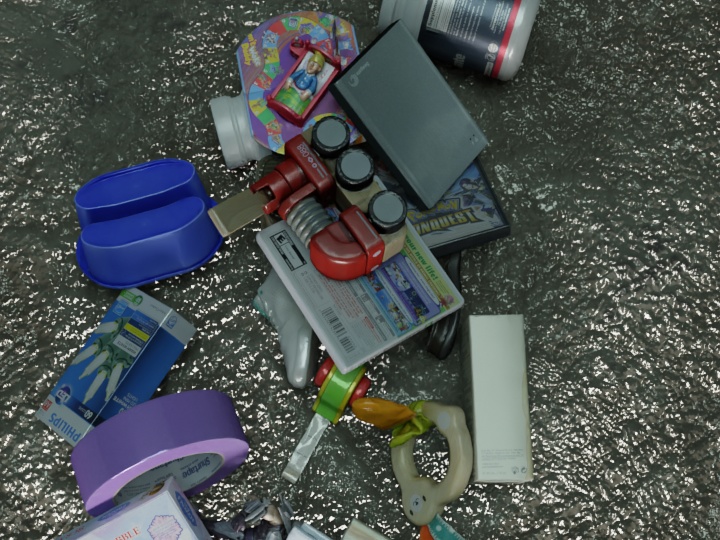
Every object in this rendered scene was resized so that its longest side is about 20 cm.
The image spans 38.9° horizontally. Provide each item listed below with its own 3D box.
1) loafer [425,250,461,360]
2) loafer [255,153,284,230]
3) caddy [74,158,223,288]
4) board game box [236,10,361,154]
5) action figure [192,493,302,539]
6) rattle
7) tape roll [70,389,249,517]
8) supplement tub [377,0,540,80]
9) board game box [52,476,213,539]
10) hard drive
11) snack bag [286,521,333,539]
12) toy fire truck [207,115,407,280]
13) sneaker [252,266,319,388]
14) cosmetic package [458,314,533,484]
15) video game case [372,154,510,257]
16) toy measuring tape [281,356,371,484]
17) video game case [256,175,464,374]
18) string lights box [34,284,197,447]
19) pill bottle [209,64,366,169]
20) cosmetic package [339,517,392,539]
[{"bbox_3d":[0.095,0.020,1.328,0.070,0.073,0.202,3,66,3],"label":"loafer"},{"bbox_3d":[-0.091,-0.054,1.286,0.075,0.068,0.202,-7,64,-21],"label":"loafer"},{"bbox_3d":[-0.275,-0.055,1.319,0.198,0.105,0.142,-16,54,-7],"label":"caddy"},{"bbox_3d":[-0.073,-0.244,1.282,0.156,0.039,0.202,-10,75,-3],"label":"board game box"},{"bbox_3d":[-0.146,0.329,1.231,0.198,0.069,0.131,-4,111,8],"label":"action figure"},{"bbox_3d":[0.060,0.258,1.221,0.129,0.142,0.202,5,87,30],"label":"rattle"},{"bbox_3d":[-0.234,0.217,1.197,0.198,0.201,0.066,-24,66,-7],"label":"tape roll"},{"bbox_3d":[0.134,-0.351,1.380,0.198,0.140,0.142,18,76,4],"label":"supplement tub"},{"bbox_3d":[-0.254,0.371,1.184,0.199,0.041,0.201,-27,102,6],"label":"board game box"},{"bbox_3d":[0.063,-0.198,1.296,0.200,0.033,0.140,51,62,-17],"label":"hard drive"},{"bbox_3d":[-0.023,0.394,1.184,0.187,0.201,0.021,30,41,6],"label":"snack bag"},{"bbox_3d":[-0.065,-0.063,1.175,0.199,0.129,0.177,-33,75,-14],"label":"toy fire truck"},{"bbox_3d":[-0.097,0.055,1.315,0.087,0.075,0.202,-1,66,2],"label":"sneaker"},{"bbox_3d":[0.167,0.163,1.273,0.072,0.104,0.202,0,77,-2],"label":"cosmetic package"},{"bbox_3d":[0.073,-0.091,1.336,0.198,0.026,0.182,-16,52,-4],"label":"video game case"},{"bbox_3d":[-0.042,0.174,1.283,0.073,0.074,0.201,30,77,6],"label":"toy measuring tape"},{"bbox_3d":[0.000,0.000,1.230,0.181,0.022,0.201,-27,73,-24],"label":"video game case"},{"bbox_3d":[-0.305,0.127,1.273,0.102,0.059,0.201,22,73,40],"label":"string lights box"},{"bbox_3d":[-0.092,-0.205,1.353,0.198,0.116,0.118,-15,77,-4],"label":"pill bottle"},{"bbox_3d":[0.058,0.377,1.217,0.199,0.105,0.071,30,76,5],"label":"cosmetic package"}]
